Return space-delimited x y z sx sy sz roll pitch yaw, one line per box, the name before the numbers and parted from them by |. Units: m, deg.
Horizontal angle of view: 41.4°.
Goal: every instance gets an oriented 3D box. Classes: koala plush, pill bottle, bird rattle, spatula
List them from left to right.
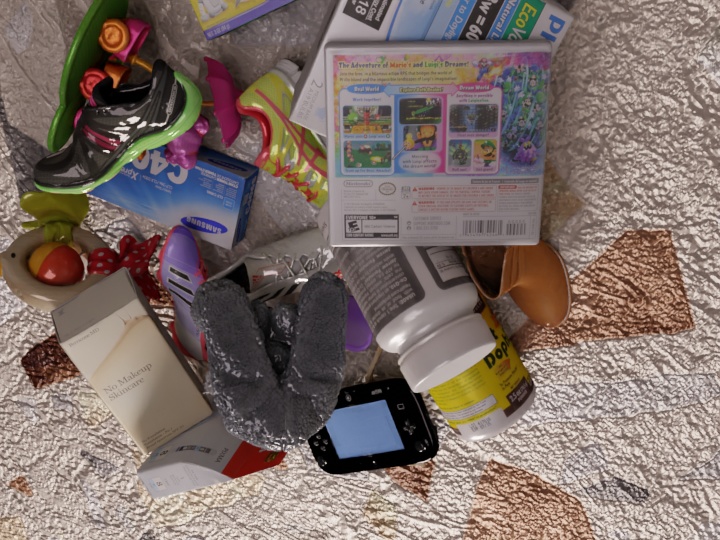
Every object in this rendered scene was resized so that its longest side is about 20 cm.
bird rattle | -0.343 -0.005 1.143 0.199 0.163 0.113 39 137 9
koala plush | -0.106 0.109 1.081 0.174 0.200 0.188 -3 82 -14
spatula | 0.000 0.000 1.106 0.056 0.021 0.204 15 115 15
pill bottle | 0.047 0.009 0.942 0.113 0.113 0.202 -36 72 27
pill bottle | 0.105 0.080 1.057 0.108 0.109 0.202 -27 102 25

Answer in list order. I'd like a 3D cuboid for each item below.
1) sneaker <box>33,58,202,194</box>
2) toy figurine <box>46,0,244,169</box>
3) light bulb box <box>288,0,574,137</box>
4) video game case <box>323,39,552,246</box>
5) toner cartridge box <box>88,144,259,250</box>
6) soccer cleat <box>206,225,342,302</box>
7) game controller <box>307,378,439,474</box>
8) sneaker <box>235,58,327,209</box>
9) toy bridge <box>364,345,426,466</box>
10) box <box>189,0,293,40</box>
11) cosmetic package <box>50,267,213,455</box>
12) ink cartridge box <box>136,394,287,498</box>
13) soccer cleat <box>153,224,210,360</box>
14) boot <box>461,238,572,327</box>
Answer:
sneaker | -0.254 -0.148 0.964 0.198 0.077 0.084 -30 122 12
toy figurine | -0.220 -0.180 1.036 0.182 0.150 0.202 26 104 -5
light bulb box | 0.060 -0.202 0.892 0.197 0.125 0.200 22 114 -11
video game case | 0.067 -0.111 0.850 0.196 0.024 0.186 0 113 1
toner cartridge box | -0.224 -0.106 1.119 0.197 0.043 0.096 21 118 8
soccer cleat | -0.088 -0.003 1.090 0.197 0.085 0.070 -19 83 26
game controller | 0.006 0.189 1.146 0.198 0.042 0.106 -18 105 40
sneaker | -0.069 -0.119 1.029 0.089 0.078 0.202 -30 94 -19
toy bridge | 0.039 0.143 1.150 0.066 0.027 0.204 -1 113 19
box | -0.147 -0.358 0.989 0.116 0.048 0.203 -18 104 23
cosmetic package | -0.265 0.109 1.117 0.103 0.073 0.202 -31 129 -7
ink cartridge box | -0.153 0.190 1.145 0.197 0.160 0.048 -21 109 29
soccer cleat | -0.196 0.030 1.137 0.075 0.067 0.202 16 133 13
boot | 0.155 -0.002 0.981 0.073 0.155 0.202 -23 104 24
